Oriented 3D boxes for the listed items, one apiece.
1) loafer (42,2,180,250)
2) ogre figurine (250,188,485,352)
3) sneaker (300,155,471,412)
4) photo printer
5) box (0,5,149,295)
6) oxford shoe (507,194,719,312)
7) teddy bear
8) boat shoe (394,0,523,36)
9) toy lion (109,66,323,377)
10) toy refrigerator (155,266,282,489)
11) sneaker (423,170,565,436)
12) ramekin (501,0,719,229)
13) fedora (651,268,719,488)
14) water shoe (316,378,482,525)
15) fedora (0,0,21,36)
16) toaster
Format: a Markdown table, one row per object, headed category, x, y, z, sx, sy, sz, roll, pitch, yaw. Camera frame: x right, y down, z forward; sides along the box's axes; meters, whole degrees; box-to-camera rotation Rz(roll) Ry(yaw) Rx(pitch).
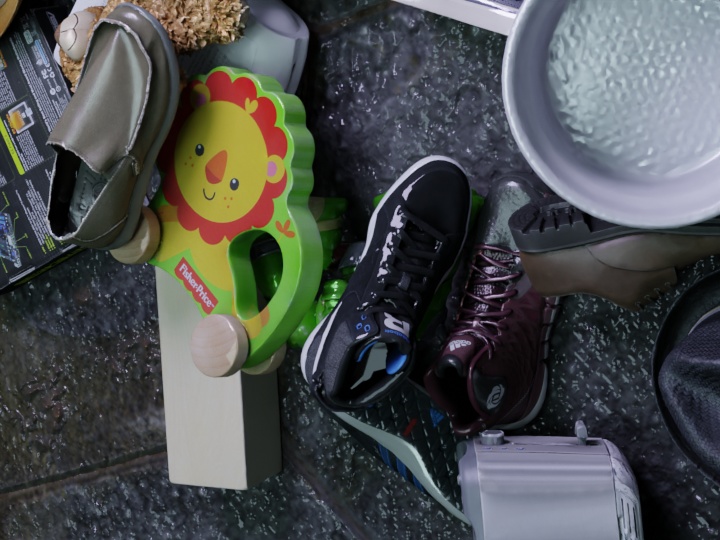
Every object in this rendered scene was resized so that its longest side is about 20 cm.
| category | x | y | z | sx | sy | sz | roll | pitch | yaw |
| --- | --- | --- | --- | --- | --- | --- | --- | --- | --- |
| loafer | -0.190 | -0.101 | 1.556 | 0.075 | 0.070 | 0.200 | 25 | 115 | 28 |
| ogre figurine | 0.000 | 0.000 | 1.609 | 0.200 | 0.098 | 0.120 | -4 | 84 | 3 |
| sneaker | 0.032 | 0.017 | 1.503 | 0.073 | 0.112 | 0.200 | 27 | 97 | -16 |
| photo printer | -0.139 | -0.177 | 1.675 | 0.200 | 0.069 | 0.166 | 41 | 120 | 19 |
| box | -0.296 | -0.100 | 1.812 | 0.193 | 0.048 | 0.200 | -28 | 85 | 37 |
| oxford shoe | 0.211 | -0.016 | 1.482 | 0.200 | 0.073 | 0.084 | -6 | 115 | 26 |
| teddy bear | -0.165 | -0.196 | 1.599 | 0.200 | 0.067 | 0.145 | -1 | 94 | 37 |
| boat shoe | 0.109 | -0.217 | 1.504 | 0.200 | 0.075 | 0.093 | 20 | 98 | 19 |
| toy lion | -0.095 | -0.047 | 1.589 | 0.200 | 0.069 | 0.192 | 51 | 118 | 26 |
| toy refrigerator | -0.115 | 0.073 | 1.715 | 0.076 | 0.070 | 0.200 | 2 | 101 | 26 |
| sneaker | 0.097 | 0.032 | 1.534 | 0.076 | 0.116 | 0.200 | 9 | 105 | 32 |
| ramekin | 0.197 | -0.134 | 1.406 | 0.200 | 0.098 | 0.201 | 1 | 100 | 5 |
| fedora | 0.278 | 0.091 | 1.439 | 0.201 | 0.092 | 0.201 | 7 | 103 | 32 |
| water shoe | 0.051 | 0.132 | 1.624 | 0.200 | 0.079 | 0.072 | 40 | 77 | 1 |
| fedora | -0.343 | -0.279 | 1.746 | 0.201 | 0.082 | 0.201 | -1 | 89 | 56 |
| toaster | 0.141 | 0.211 | 1.524 | 0.129 | 0.114 | 0.200 | -5 | 96 | 3 |
